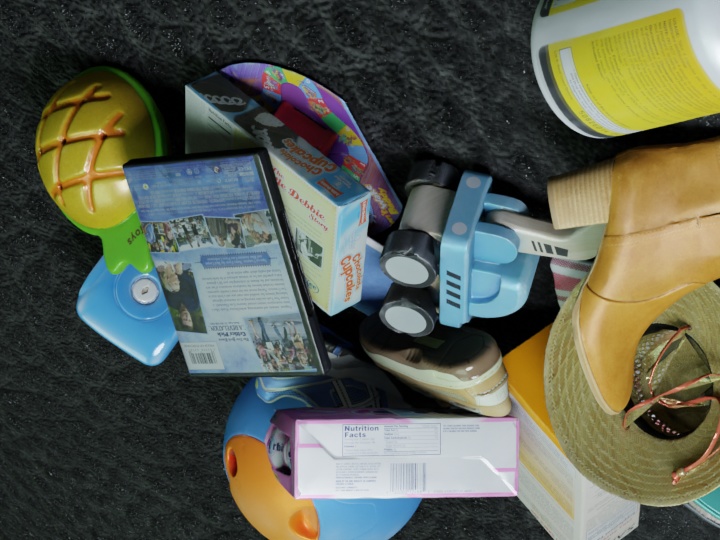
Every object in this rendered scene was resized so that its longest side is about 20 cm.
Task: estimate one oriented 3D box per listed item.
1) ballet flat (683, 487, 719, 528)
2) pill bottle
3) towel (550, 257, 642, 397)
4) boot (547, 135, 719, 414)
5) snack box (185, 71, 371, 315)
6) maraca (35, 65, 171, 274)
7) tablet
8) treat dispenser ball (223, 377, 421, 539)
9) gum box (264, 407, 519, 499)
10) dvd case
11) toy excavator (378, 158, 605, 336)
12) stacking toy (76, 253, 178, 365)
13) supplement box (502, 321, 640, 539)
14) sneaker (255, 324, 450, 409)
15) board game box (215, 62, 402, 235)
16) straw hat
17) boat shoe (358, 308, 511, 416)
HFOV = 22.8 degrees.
[{"bbox_3d":[0.342,0.209,1.525,0.199,0.073,0.073,23,147,13],"label":"ballet flat"},{"bbox_3d":[0.210,-0.152,1.110,0.199,0.112,0.112,-10,128,50],"label":"pill bottle"},{"bbox_3d":[0.240,0.067,1.468,0.146,0.030,0.201,13,141,33],"label":"towel"},{"bbox_3d":[0.223,0.007,1.289,0.143,0.071,0.203,-8,111,18],"label":"boot"},{"bbox_3d":[-0.072,-0.065,1.471,0.200,0.037,0.117,40,142,32],"label":"snack box"},{"bbox_3d":[-0.215,-0.089,1.563,0.137,0.107,0.201,-47,60,25],"label":"maraca"},{"bbox_3d":[0.000,0.000,1.570,0.199,0.014,0.130,31,154,-22],"label":"tablet"},{"bbox_3d":[-0.031,0.171,1.691,0.200,0.201,0.201,24,148,16],"label":"treat dispenser ball"},{"bbox_3d":[0.023,0.151,1.492,0.198,0.067,0.113,1,180,-11],"label":"gum box"},{"bbox_3d":[-0.110,-0.003,1.475,0.142,0.018,0.201,-3,113,32],"label":"dvd case"},{"bbox_3d":[0.122,-0.024,1.409,0.198,0.100,0.195,12,144,10],"label":"toy excavator"},{"bbox_3d":[-0.228,0.041,1.821,0.109,0.116,0.200,35,163,-2],"label":"stacking toy"},{"bbox_3d":[0.179,0.153,1.540,0.126,0.073,0.201,49,163,29],"label":"supplement box"},{"bbox_3d":[-0.004,0.109,1.583,0.199,0.077,0.076,26,-171,-17],"label":"sneaker"},{"bbox_3d":[-0.057,-0.088,1.519,0.157,0.039,0.201,5,139,39],"label":"board game box"},{"bbox_3d":[0.243,0.086,1.373,0.200,0.203,0.085,-2,175,44],"label":"straw hat"},{"bbox_3d":[0.062,0.083,1.515,0.076,0.071,0.200,61,166,-23],"label":"boat shoe"}]
